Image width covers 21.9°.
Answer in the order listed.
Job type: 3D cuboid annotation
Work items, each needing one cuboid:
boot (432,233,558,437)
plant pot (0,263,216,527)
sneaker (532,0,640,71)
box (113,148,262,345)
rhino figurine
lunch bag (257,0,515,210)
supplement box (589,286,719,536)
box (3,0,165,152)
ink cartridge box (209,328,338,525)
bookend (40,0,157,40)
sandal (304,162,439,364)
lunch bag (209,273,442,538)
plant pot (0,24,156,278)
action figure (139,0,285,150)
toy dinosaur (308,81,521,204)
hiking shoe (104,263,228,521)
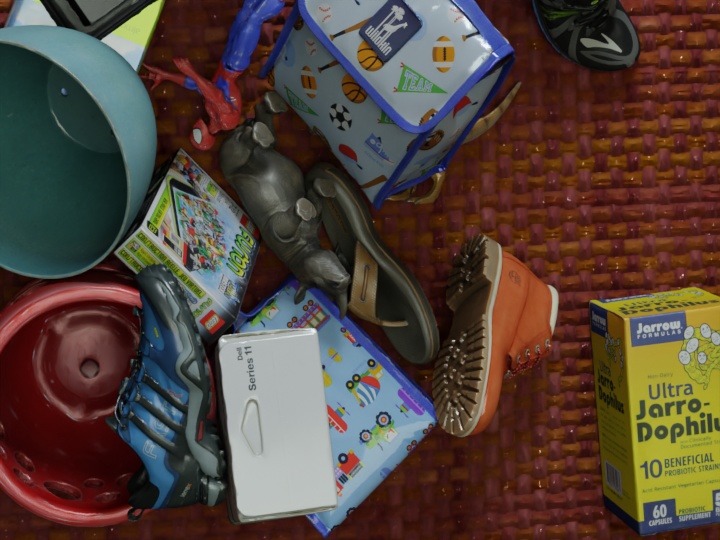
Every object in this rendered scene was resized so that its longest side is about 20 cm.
[{"bbox_3d":[0.127,0.072,1.648,0.107,0.075,0.202,31,51,-23],"label":"boot"},{"bbox_3d":[-0.224,0.092,1.563,0.198,0.183,0.203,-2,102,-7],"label":"plant pot"},{"bbox_3d":[0.192,-0.241,1.636,0.071,0.083,0.200,-45,130,-6],"label":"sneaker"},{"bbox_3d":[-0.140,-0.024,1.561,0.035,0.200,0.110,-41,104,17],"label":"box"},{"bbox_3d":[-0.059,-0.048,1.616,0.059,0.087,0.201,-24,83,-37],"label":"rhino figurine"},{"bbox_3d":[0.025,-0.177,1.537,0.170,0.200,0.124,49,51,9],"label":"lunch bag"},{"bbox_3d":[0.282,0.126,1.704,0.108,0.109,0.203,-7,98,-9],"label":"supplement box"},{"bbox_3d":[-0.240,-0.209,1.593,0.121,0.048,0.202,21,92,-12],"label":"box"},{"bbox_3d":[-0.074,0.131,1.521,0.082,0.200,0.148,-6,84,-7],"label":"ink cartridge box"},{"bbox_3d":[-0.165,-0.268,1.478,0.198,0.200,0.093,-37,101,-6],"label":"bookend"},{"bbox_3d":[0.000,0.000,1.645,0.054,0.082,0.201,-34,100,-26],"label":"sandal"},{"bbox_3d":[-0.049,0.109,1.659,0.151,0.094,0.200,-45,93,1],"label":"lunch bag"},{"bbox_3d":[-0.241,-0.114,1.494,0.198,0.135,0.202,11,121,19],"label":"plant pot"},{"bbox_3d":[-0.128,-0.198,1.589,0.098,0.065,0.202,13,116,-16],"label":"action figure"},{"bbox_3d":[0.055,-0.115,1.656,0.197,0.060,0.108,-1,96,-11],"label":"toy dinosaur"},{"bbox_3d":[-0.159,0.097,1.445,0.086,0.074,0.202,-12,103,-8],"label":"hiking shoe"}]
